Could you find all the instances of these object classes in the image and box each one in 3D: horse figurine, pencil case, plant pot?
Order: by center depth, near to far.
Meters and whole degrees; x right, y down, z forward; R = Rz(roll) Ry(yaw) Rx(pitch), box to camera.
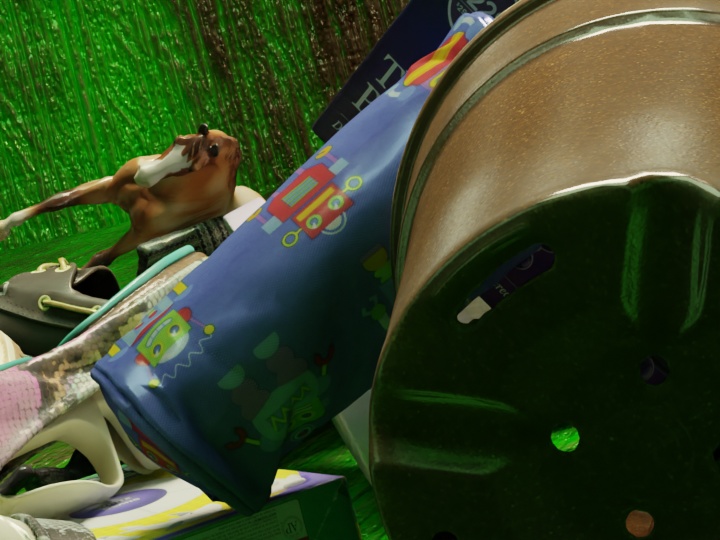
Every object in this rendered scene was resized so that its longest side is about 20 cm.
[{"bbox_3d":[0.092,0.023,0.788,0.200,0.201,0.198,-13,15,14],"label":"plant pot"},{"bbox_3d":[0.000,0.000,0.939,0.200,0.087,0.078,-43,41,-5],"label":"pencil case"},{"bbox_3d":[-0.090,-0.012,1.304,0.132,0.050,0.200,-27,-30,12],"label":"horse figurine"}]

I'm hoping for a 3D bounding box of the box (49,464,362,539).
[{"bbox_3d":[-0.092,0.110,1.023,0.117,0.049,0.200,-18,5,-27],"label":"box"}]

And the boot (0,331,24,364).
[{"bbox_3d":[-0.206,0.068,1.035,0.075,0.107,0.200,-26,22,39],"label":"boot"}]

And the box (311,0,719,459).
[{"bbox_3d":[0.103,-0.041,1.007,0.141,0.200,0.079,-50,-12,24],"label":"box"}]

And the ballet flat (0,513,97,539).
[{"bbox_3d":[-0.114,0.107,0.818,0.072,0.072,0.200,-15,15,-7],"label":"ballet flat"}]

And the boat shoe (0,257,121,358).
[{"bbox_3d":[-0.124,0.028,1.232,0.201,0.061,0.072,16,-4,30],"label":"boat shoe"}]

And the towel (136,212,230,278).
[{"bbox_3d":[-0.019,0.020,1.324,0.192,0.035,0.200,-19,-29,-14],"label":"towel"}]

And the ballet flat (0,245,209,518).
[{"bbox_3d":[-0.110,0.055,1.030,0.200,0.071,0.069,-31,-14,-50],"label":"ballet flat"}]

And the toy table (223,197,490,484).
[{"bbox_3d":[0.023,0.010,1.156,0.117,0.184,0.200,-29,31,-4],"label":"toy table"}]

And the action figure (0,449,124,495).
[{"bbox_3d":[-0.196,0.088,1.170,0.119,0.102,0.200,27,22,26],"label":"action figure"}]
